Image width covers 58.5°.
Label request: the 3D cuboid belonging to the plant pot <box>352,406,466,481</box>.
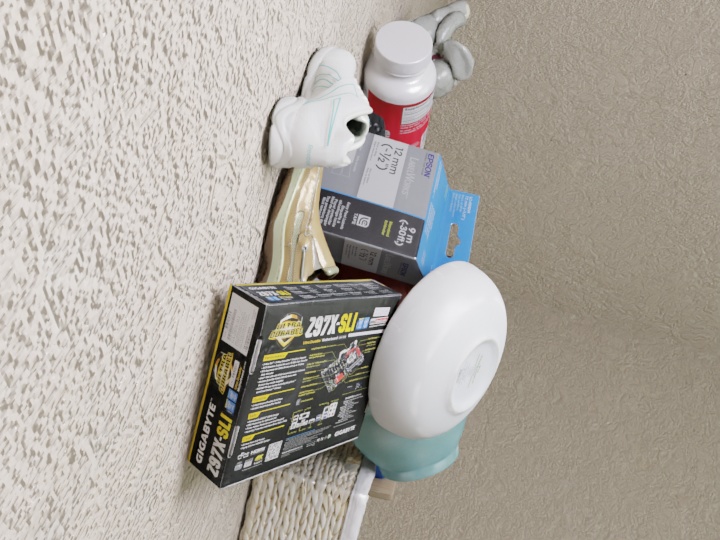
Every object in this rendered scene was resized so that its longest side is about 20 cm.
[{"bbox_3d":[0.067,0.205,0.900,0.200,0.195,0.138,-48,122,-78],"label":"plant pot"}]

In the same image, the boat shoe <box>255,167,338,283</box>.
[{"bbox_3d":[-0.056,-0.011,0.638,0.072,0.074,0.206,11,92,-85],"label":"boat shoe"}]

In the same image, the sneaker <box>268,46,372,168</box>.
[{"bbox_3d":[-0.025,-0.151,0.614,0.203,0.078,0.072,-72,172,-49],"label":"sneaker"}]

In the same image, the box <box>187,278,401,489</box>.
[{"bbox_3d":[-0.052,0.092,0.588,0.198,0.049,0.164,-2,110,-54],"label":"box"}]

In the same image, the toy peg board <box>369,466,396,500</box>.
[{"bbox_3d":[-0.018,0.271,1.136,0.201,0.194,0.100,-68,163,-53],"label":"toy peg board"}]

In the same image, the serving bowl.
[{"bbox_3d":[0.098,0.097,0.686,0.197,0.065,0.205,-27,130,-36],"label":"serving bowl"}]

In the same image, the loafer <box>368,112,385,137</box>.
[{"bbox_3d":[-0.019,-0.113,0.846,0.070,0.066,0.206,114,-4,-76],"label":"loafer"}]

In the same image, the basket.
[{"bbox_3d":[-0.074,0.354,0.919,0.198,0.156,0.206,-32,135,-82],"label":"basket"}]

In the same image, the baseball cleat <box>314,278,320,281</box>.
[{"bbox_3d":[-0.081,0.109,0.706,0.107,0.068,0.206,-59,162,-72],"label":"baseball cleat"}]

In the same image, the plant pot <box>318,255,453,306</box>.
[{"bbox_3d":[0.051,0.051,0.844,0.193,0.197,0.207,7,-100,53],"label":"plant pot"}]

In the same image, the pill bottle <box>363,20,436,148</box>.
[{"bbox_3d":[0.057,-0.269,0.987,0.202,0.109,0.115,94,12,-59],"label":"pill bottle"}]

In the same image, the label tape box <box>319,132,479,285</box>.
[{"bbox_3d":[0.040,-0.070,0.733,0.067,0.194,0.147,101,5,-62],"label":"label tape box"}]

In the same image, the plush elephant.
[{"bbox_3d":[0.140,-0.400,1.221,0.158,0.162,0.200,63,34,-9],"label":"plush elephant"}]
